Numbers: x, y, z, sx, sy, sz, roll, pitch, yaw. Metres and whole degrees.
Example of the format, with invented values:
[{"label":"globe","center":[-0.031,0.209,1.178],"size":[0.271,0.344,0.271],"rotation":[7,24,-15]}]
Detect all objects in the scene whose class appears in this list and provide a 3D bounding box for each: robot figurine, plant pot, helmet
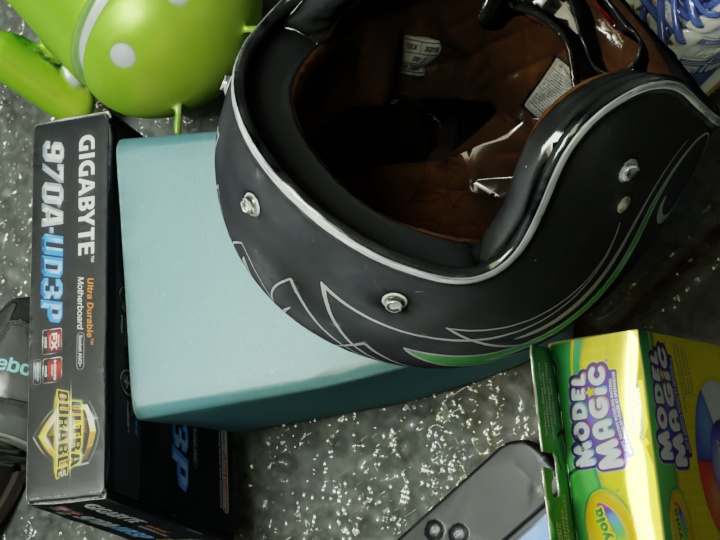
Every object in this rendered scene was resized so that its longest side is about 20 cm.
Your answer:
[{"label":"robot figurine","center":[-0.135,-0.166,1.129],"size":[0.175,0.116,0.200],"rotation":[-49,65,13]},{"label":"plant pot","center":[0.000,0.000,1.028],"size":[0.200,0.141,0.141],"rotation":[-7,81,18]},{"label":"helmet","center":[0.037,-0.051,0.861],"size":[0.191,0.200,0.200],"rotation":[-44,66,13]}]

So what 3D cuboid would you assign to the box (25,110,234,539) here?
[{"label":"box","center":[-0.117,0.037,1.054],"size":[0.046,0.159,0.200],"rotation":[-8,71,18]}]

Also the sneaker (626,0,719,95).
[{"label":"sneaker","center":[0.160,-0.133,0.924],"size":[0.200,0.088,0.075],"rotation":[-32,72,24]}]

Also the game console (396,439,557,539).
[{"label":"game console","center":[0.057,0.206,0.979],"size":[0.176,0.116,0.200],"rotation":[-44,66,18]}]

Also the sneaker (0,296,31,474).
[{"label":"sneaker","center":[-0.169,0.070,1.089],"size":[0.075,0.200,0.079],"rotation":[9,77,0]}]

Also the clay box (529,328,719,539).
[{"label":"clay box","center":[0.138,0.090,0.899],"size":[0.048,0.200,0.115],"rotation":[-11,79,27]}]

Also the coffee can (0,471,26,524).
[{"label":"coffee can","center":[-0.310,0.077,1.180],"size":[0.200,0.146,0.146],"rotation":[26,97,29]}]
